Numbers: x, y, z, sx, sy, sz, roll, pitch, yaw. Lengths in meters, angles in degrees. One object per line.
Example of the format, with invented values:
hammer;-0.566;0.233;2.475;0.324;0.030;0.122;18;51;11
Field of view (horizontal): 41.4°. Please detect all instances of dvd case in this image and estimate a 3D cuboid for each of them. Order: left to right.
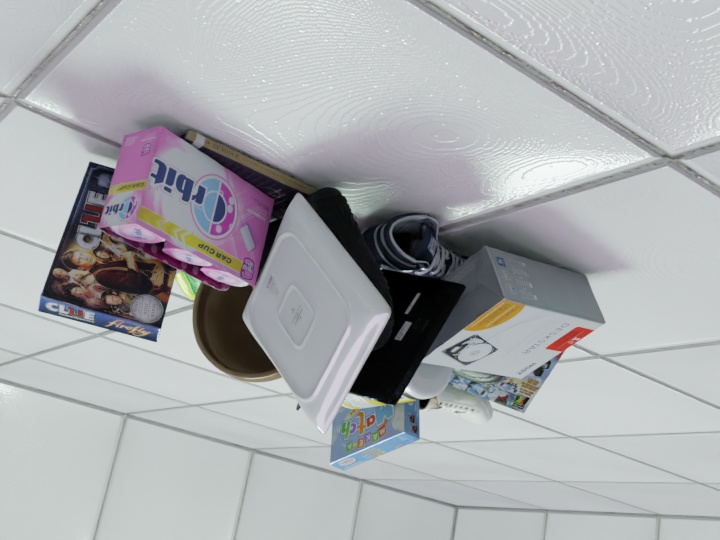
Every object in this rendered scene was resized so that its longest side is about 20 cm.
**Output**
dvd case;-0.153;-0.104;1.143;0.199;0.016;0.148;22;158;-32

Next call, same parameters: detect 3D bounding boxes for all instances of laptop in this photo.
laptop;0.020;0.097;1.155;0.199;0.178;0.103;10;145;37

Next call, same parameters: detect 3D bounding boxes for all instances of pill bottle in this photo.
pill bottle;0.017;0.126;1.288;0.114;0.115;0.200;26;152;-37

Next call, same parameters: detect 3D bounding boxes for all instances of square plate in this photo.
square plate;-0.063;0.050;1.070;0.028;0.198;0.200;-7;137;-41

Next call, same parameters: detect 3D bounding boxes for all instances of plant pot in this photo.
plant pot;-0.124;0.062;1.321;0.200;0.202;0.093;3;162;20

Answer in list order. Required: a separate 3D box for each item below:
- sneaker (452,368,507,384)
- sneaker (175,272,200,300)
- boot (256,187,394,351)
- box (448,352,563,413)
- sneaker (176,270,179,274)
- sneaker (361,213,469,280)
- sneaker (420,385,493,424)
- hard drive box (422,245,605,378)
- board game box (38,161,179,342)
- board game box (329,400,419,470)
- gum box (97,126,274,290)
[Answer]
sneaker;0.116;0.099;1.323;0.199;0.073;0.082;28;-174;17
sneaker;-0.238;-0.027;1.353;0.083;0.074;0.200;-18;154;0
boot;-0.053;0.017;1.135;0.076;0.201;0.168;-17;172;-37
box;0.206;0.125;1.427;0.199;0.137;0.040;24;-166;-33
sneaker;-0.295;-0.036;1.207;0.199;0.116;0.074;15;134;33
sneaker;0.099;-0.011;1.190;0.199;0.070;0.108;20;160;-18
sneaker;0.122;0.196;1.461;0.200;0.085;0.073;39;144;-24
hard drive box;0.183;0.058;1.204;0.199;0.077;0.156;12;139;-39
board game box;-0.277;-0.025;1.106;0.135;0.201;0.035;16;143;-12
board game box;0.022;0.176;1.395;0.037;0.201;0.151;31;134;-34
gum box;-0.188;-0.063;1.079;0.066;0.114;0.200;-5;156;37
